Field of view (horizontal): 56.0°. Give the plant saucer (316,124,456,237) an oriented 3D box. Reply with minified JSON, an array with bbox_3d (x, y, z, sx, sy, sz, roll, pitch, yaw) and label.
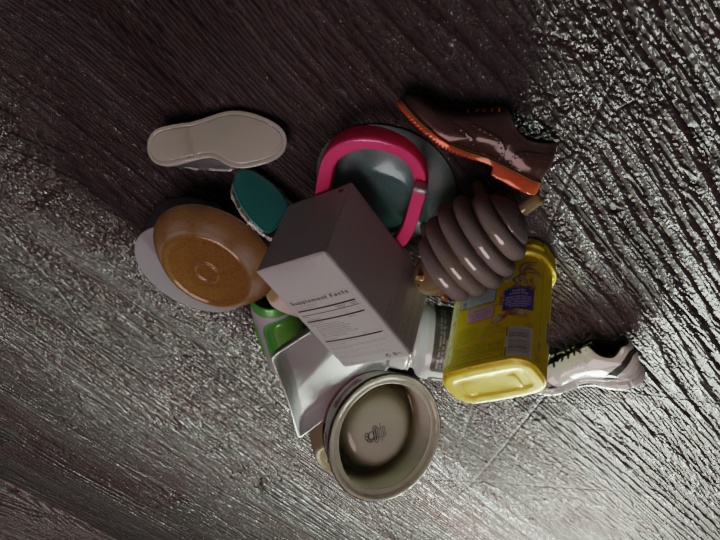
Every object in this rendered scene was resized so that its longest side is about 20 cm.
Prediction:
[{"bbox_3d":[0.030,-0.102,0.916,0.196,0.039,0.204,11,141,9],"label":"plant saucer"}]

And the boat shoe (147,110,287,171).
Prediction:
[{"bbox_3d":[-0.187,-0.171,0.917,0.194,0.075,0.062,-2,-179,12],"label":"boat shoe"}]

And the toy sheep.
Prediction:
[{"bbox_3d":[0.144,-0.037,0.859,0.137,0.139,0.199,37,115,-24],"label":"toy sheep"}]

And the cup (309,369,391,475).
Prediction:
[{"bbox_3d":[-0.014,0.274,1.187,0.195,0.145,0.203,11,135,11],"label":"cup"}]

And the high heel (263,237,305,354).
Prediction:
[{"bbox_3d":[-0.077,0.026,1.083,0.071,0.141,0.204,-27,82,49],"label":"high heel"}]

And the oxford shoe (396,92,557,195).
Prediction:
[{"bbox_3d":[0.137,-0.167,0.797,0.196,0.071,0.074,27,112,-6],"label":"oxford shoe"}]

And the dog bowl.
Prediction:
[{"bbox_3d":[0.026,0.251,1.069,0.199,0.202,0.073,39,171,-26],"label":"dog bowl"}]

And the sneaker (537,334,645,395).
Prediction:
[{"bbox_3d":[0.342,0.143,1.074,0.195,0.074,0.081,-11,119,24],"label":"sneaker"}]

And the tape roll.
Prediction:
[{"bbox_3d":[-0.260,-0.022,1.094,0.195,0.067,0.203,10,140,8],"label":"tape roll"}]

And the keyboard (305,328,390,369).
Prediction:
[{"bbox_3d":[0.004,0.115,1.151,0.194,0.040,0.107,-1,103,-4],"label":"keyboard"}]

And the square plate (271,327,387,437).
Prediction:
[{"bbox_3d":[-0.043,0.136,1.047,0.028,0.198,0.201,36,150,38],"label":"square plate"}]

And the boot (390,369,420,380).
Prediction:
[{"bbox_3d":[0.007,0.200,1.250,0.194,0.066,0.167,11,132,3],"label":"boot"}]

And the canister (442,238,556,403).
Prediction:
[{"bbox_3d":[0.190,0.069,0.926,0.146,0.203,0.087,-19,129,36],"label":"canister"}]

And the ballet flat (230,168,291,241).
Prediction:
[{"bbox_3d":[-0.114,-0.062,0.983,0.200,0.072,0.072,44,136,-8],"label":"ballet flat"}]

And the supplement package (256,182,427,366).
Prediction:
[{"bbox_3d":[-0.017,0.011,0.883,0.118,0.123,0.201,-14,130,35],"label":"supplement package"}]

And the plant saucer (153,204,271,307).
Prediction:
[{"bbox_3d":[-0.225,-0.008,1.013,0.195,0.036,0.203,10,136,9],"label":"plant saucer"}]

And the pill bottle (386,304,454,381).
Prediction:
[{"bbox_3d":[0.142,0.114,1.047,0.194,0.115,0.114,8,141,-1],"label":"pill bottle"}]

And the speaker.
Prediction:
[{"bbox_3d":[-0.136,0.103,1.176,0.086,0.090,0.203,7,140,12],"label":"speaker"}]

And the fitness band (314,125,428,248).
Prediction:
[{"bbox_3d":[0.011,-0.095,0.872,0.140,0.038,0.202,17,140,1],"label":"fitness band"}]
